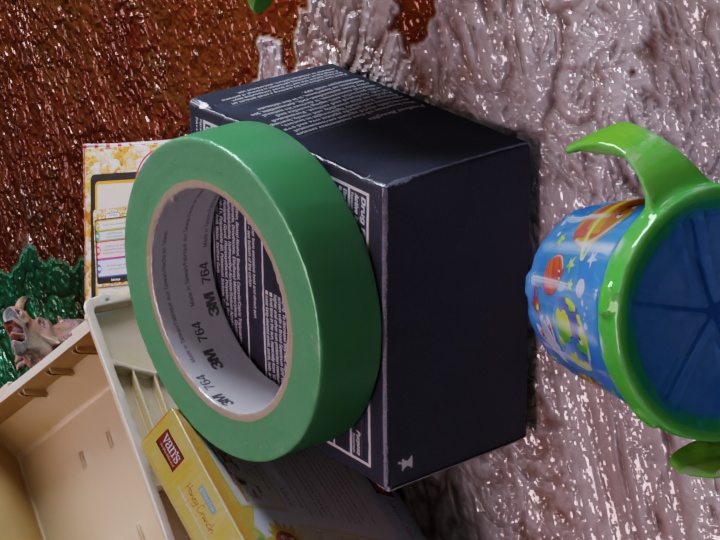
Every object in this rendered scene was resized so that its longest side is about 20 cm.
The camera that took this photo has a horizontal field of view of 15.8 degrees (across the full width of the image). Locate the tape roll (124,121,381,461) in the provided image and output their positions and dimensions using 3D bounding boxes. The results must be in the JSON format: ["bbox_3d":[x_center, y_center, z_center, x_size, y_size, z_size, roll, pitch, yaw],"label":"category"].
[{"bbox_3d":[-0.067,0.013,1.553,0.200,0.048,0.201,26,124,47],"label":"tape roll"}]

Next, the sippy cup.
[{"bbox_3d":[0.160,0.017,1.397,0.130,0.139,0.179,11,89,63],"label":"sippy cup"}]

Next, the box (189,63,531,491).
[{"bbox_3d":[0.000,0.000,1.601,0.198,0.123,0.201,27,125,47],"label":"box"}]

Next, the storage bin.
[{"bbox_3d":[-0.185,0.144,1.717,0.200,0.094,0.199,-37,64,34],"label":"storage bin"}]

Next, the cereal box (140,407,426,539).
[{"bbox_3d":[-0.033,0.164,1.644,0.040,0.200,0.144,-48,51,20],"label":"cereal box"}]

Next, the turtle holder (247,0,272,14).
[{"bbox_3d":[-0.060,-0.256,1.535,0.132,0.141,0.185,55,-175,20],"label":"turtle holder"}]

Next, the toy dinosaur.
[{"bbox_3d":[-0.228,0.105,2.003,0.200,0.086,0.136,111,143,-63],"label":"toy dinosaur"}]

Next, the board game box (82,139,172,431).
[{"bbox_3d":[-0.120,0.011,1.761,0.151,0.046,0.201,-1,89,38],"label":"board game box"}]
